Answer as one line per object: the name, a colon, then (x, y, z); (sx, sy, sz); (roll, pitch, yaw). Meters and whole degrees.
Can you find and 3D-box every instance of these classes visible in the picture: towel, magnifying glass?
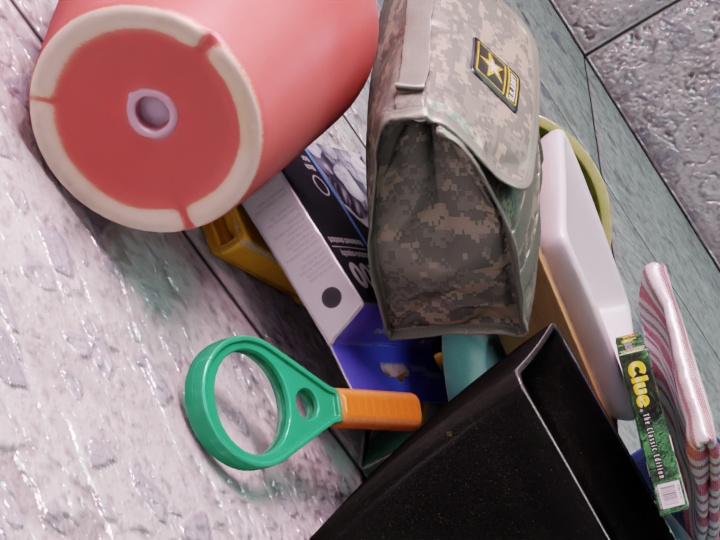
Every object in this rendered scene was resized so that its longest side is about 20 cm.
towel: (0.229, 0.104, 1.452); (0.200, 0.030, 0.147); (73, 3, -58)
magnifying glass: (-0.032, 0.084, 1.228); (0.199, 0.022, 0.080); (7, 70, -48)

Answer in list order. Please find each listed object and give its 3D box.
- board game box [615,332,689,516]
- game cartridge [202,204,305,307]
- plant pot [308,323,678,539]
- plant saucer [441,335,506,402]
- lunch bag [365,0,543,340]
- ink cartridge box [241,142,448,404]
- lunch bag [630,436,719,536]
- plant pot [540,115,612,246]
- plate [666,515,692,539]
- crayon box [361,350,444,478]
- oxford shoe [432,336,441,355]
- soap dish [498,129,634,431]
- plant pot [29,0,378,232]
board game box: (0.193, 0.098, 1.337); (0.200, 0.023, 0.106); (-15, 93, -83)
game cartridge: (-0.074, -0.060, 1.441); (0.200, 0.032, 0.177); (36, 29, -60)
plant pot: (0.084, 0.175, 1.244); (0.200, 0.177, 0.200); (60, 13, 0)
plant saucer: (0.104, 0.124, 1.433); (0.200, 0.027, 0.202); (-17, 90, -76)
lunch bag: (0.059, -0.082, 1.286); (0.201, 0.117, 0.165); (77, 15, -44)
ink cartridge box: (0.000, 0.000, 1.391); (0.201, 0.043, 0.198); (60, 17, 13)
lunch bag: (0.248, 0.220, 1.629); (0.136, 0.199, 0.132); (51, 15, -13)
plant pot: (0.113, -0.036, 1.728); (0.201, 0.199, 0.190); (61, 4, 1)
plate: (0.197, 0.183, 1.433); (0.200, 0.026, 0.200); (42, 14, -13)
crayon box: (0.065, 0.145, 1.467); (0.126, 0.051, 0.200); (57, 17, -11)
oxford shoe: (0.080, 0.017, 1.562); (0.085, 0.072, 0.201); (-60, 158, -43)
soap dish: (0.141, 0.011, 1.476); (0.158, 0.081, 0.201); (-85, 154, -52)
plant pot: (-0.103, -0.125, 1.202); (0.201, 0.200, 0.178); (55, 26, -17)
